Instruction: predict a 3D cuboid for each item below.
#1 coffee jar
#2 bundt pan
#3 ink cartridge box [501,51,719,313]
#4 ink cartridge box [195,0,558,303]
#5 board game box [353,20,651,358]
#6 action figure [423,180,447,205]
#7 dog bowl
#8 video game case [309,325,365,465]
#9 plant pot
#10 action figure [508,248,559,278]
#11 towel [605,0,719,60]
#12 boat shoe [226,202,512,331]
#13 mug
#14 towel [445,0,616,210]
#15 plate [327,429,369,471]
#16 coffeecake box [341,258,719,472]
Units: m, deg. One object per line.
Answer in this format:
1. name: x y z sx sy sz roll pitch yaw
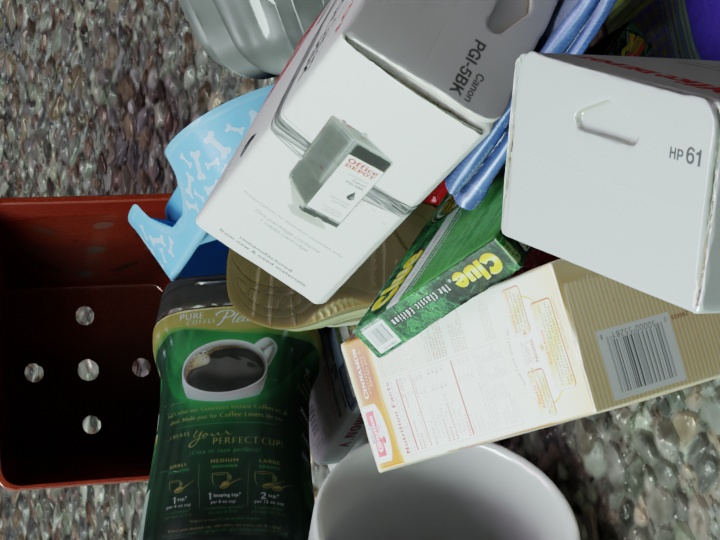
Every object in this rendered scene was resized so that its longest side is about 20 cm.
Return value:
1. coffee jar: -0.075 0.095 1.302 0.086 0.104 0.201 79 -170 -56
2. bundt pan: -0.011 -0.168 1.278 0.202 0.201 0.076 12 122 60
3. ink cartridge box: 0.178 -0.039 0.915 0.144 0.199 0.085 25 111 59
4. ink cartridge box: 0.013 -0.095 1.077 0.200 0.083 0.147 -46 14 56
5. board game box: 0.073 -0.042 1.077 0.023 0.200 0.105 47 133 -12
6. action figure: 0.072 -0.063 1.253 0.200 0.051 0.066 -54 50 49
7. dog bowl: -0.069 -0.048 1.319 0.050 0.111 0.200 66 153 14
8. video game case: -0.016 -0.008 1.359 0.182 0.023 0.201 121 140 -55
9. plant pot: -0.183 0.060 1.593 0.176 0.199 0.201 152 115 -70
10. action figure: 0.072 0.045 1.246 0.052 0.065 0.201 28 120 16
11. towel: 0.166 -0.141 1.120 0.144 0.023 0.201 -38 57 54
12. boat shoe: 0.001 -0.003 1.239 0.200 0.063 0.074 -10 76 48
13. mug: 0.022 0.215 1.206 0.147 0.200 0.176 28 135 20
14. towel: 0.092 -0.122 1.083 0.147 0.024 0.200 -55 9 24
15. plate: -0.003 0.030 1.415 0.200 0.032 0.200 -61 40 41
16. coffeecake box: 0.108 0.034 1.081 0.200 0.153 0.074 -23 82 59
